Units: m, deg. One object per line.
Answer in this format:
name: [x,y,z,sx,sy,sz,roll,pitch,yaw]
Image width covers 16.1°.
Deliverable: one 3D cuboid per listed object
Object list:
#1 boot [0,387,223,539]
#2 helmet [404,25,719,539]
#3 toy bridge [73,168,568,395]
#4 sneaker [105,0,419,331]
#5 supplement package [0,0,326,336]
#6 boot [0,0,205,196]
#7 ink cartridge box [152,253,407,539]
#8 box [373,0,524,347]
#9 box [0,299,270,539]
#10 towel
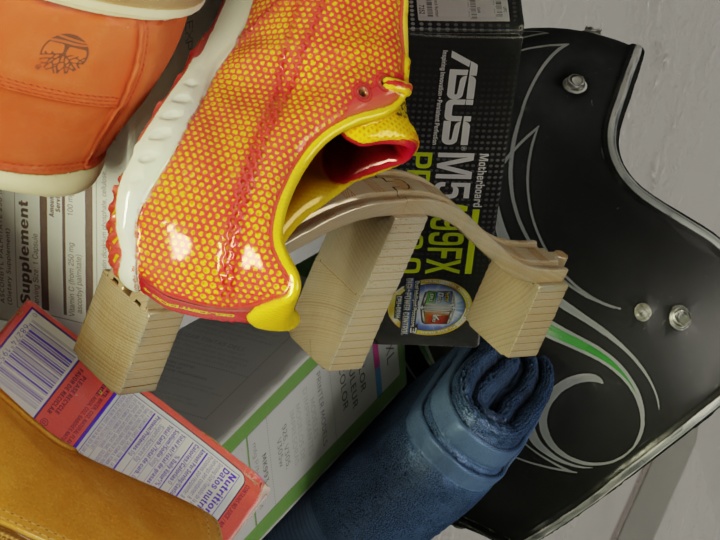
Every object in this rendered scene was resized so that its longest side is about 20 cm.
boot: [-0.110,0.057,0.753,0.144,0.071,0.202,13,53,-29]
helmet: [0.070,-0.001,1.102,0.200,0.191,0.200,-39,177,-2]
toy bridge: [0.000,0.000,0.840,0.200,0.027,0.067,-4,126,-44]
sneaker: [-0.010,-0.069,0.785,0.073,0.077,0.201,96,14,-70]
supplement package: [-0.078,-0.098,0.864,0.156,0.111,0.201,-30,128,-55]
boot: [-0.148,-0.077,0.725,0.075,0.199,0.107,-101,-148,-47]
ink cartridge box: [-0.050,0.033,0.980,0.200,0.104,0.059,-46,139,-47]
box: [0.025,-0.098,0.950,0.161,0.044,0.200,94,-5,-47]
box: [-0.131,0.124,0.803,0.200,0.103,0.095,-55,-177,-26]
towel: [-0.011,0.104,0.994,0.200,0.049,0.112,-40,-178,21]
